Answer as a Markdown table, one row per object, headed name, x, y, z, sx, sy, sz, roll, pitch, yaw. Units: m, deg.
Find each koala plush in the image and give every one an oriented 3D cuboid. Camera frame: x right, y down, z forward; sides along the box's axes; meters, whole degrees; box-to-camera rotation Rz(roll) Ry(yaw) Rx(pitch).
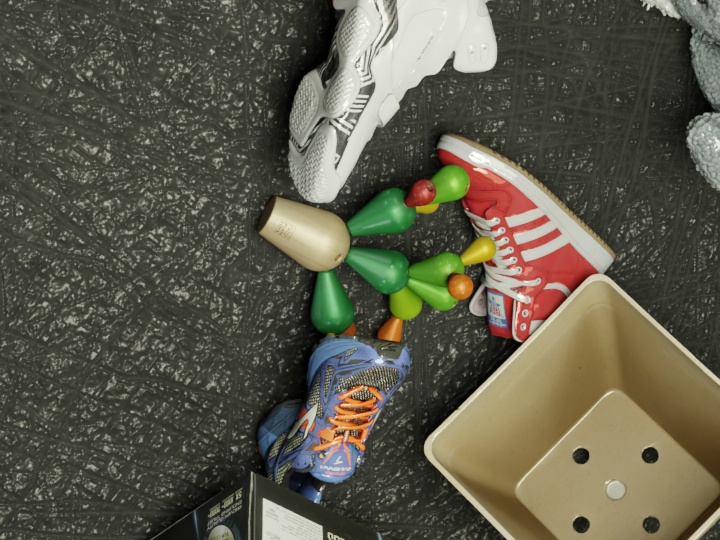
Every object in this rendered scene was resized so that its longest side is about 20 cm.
| name | x | y | z | sx | sy | sz | roll | pitch | yaw |
| --- | --- | --- | --- | --- | --- | --- | --- | --- | --- |
| koala plush | 0.298 | -0.200 | 1.287 | 0.177 | 0.184 | 0.200 | -30 | 111 | 24 |

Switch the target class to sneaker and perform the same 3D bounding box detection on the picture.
| name | x | y | z | sx | sy | sz | roll | pitch | yaw |
| --- | --- | --- | --- | --- | --- | --- | --- | --- | --- |
| sneaker | 0.109 | -0.017 | 1.310 | 0.200 | 0.071 | 0.113 | 37 | 88 | -34 |
| sneaker | 0.026 | -0.135 | 1.161 | 0.114 | 0.075 | 0.201 | 11 | 101 | -29 |
| sneaker | -0.015 | 0.115 | 1.243 | 0.075 | 0.079 | 0.200 | 7 | 142 | -22 |

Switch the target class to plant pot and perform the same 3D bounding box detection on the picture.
| name | x | y | z | sx | sy | sz | roll | pitch | yaw |
| --- | --- | --- | --- | --- | --- | --- | --- | --- | --- |
| plant pot | 0.198 | 0.161 | 1.343 | 0.200 | 0.200 | 0.177 | -44 | 158 | -5 |

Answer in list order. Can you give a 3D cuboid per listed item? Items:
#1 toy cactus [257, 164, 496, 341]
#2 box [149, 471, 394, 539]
| name | x | y | z | sx | sy | sz | roll | pitch | yaw |
| --- | --- | --- | --- | --- | --- | --- | --- | --- | --- |
| toy cactus | 0.000 | 0.000 | 1.253 | 0.164 | 0.102 | 0.200 | 25 | 118 | -16 |
| box | -0.060 | 0.258 | 1.285 | 0.200 | 0.086 | 0.164 | 31 | 130 | -32 |
